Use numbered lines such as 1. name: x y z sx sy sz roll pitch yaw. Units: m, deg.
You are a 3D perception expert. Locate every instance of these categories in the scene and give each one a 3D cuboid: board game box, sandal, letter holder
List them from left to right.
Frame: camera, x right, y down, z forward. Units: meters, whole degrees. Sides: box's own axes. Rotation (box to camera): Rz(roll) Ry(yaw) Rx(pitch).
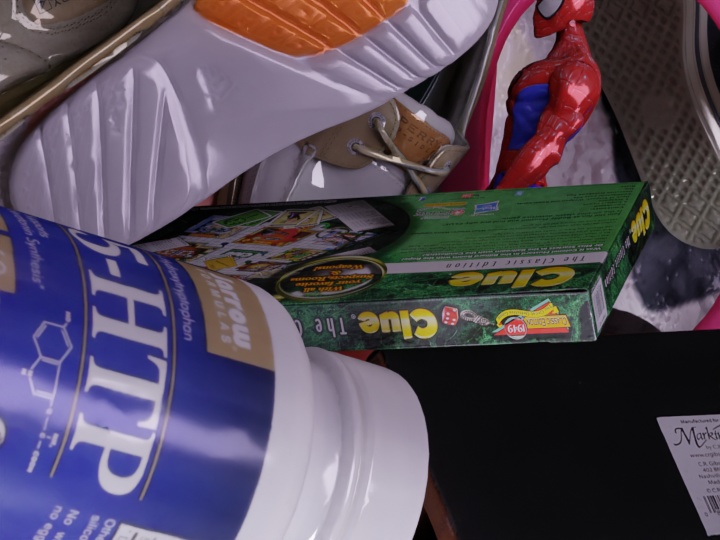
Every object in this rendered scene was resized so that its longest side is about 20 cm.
1. sandal: -0.046 -0.081 1.110 0.206 0.059 0.079 -31 103 -5
2. board game box: 0.000 0.000 1.057 0.105 0.199 0.024 -50 134 -62
3. letter holder: 0.076 0.104 1.093 0.199 0.142 0.101 -2 55 -33

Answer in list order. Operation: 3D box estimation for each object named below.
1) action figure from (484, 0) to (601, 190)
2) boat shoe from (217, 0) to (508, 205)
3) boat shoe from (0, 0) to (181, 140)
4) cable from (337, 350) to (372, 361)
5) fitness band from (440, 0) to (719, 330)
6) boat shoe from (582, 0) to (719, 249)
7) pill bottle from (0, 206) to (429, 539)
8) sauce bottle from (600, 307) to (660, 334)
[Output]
1. action figure: 0.059 -0.021 1.163 0.051 0.065 0.201 18 90 0
2. boat shoe: 0.003 -0.057 1.160 0.075 0.068 0.201 30 72 -39
3. boat shoe: -0.144 -0.075 1.039 0.200 0.063 0.074 -30 108 -37
4. cable: -0.050 0.053 1.074 0.199 0.050 0.098 -1 111 -54
5. fitness band: 0.105 -0.044 1.206 0.037 0.143 0.202 16 75 -78
6. boat shoe: 0.140 -0.108 1.280 0.062 0.074 0.201 -41 120 -39
7. pill bottle: -0.083 0.051 0.955 0.199 0.119 0.121 17 78 -30
8. sauce bottle: 0.077 0.111 1.226 0.065 0.064 0.201 38 64 -33
